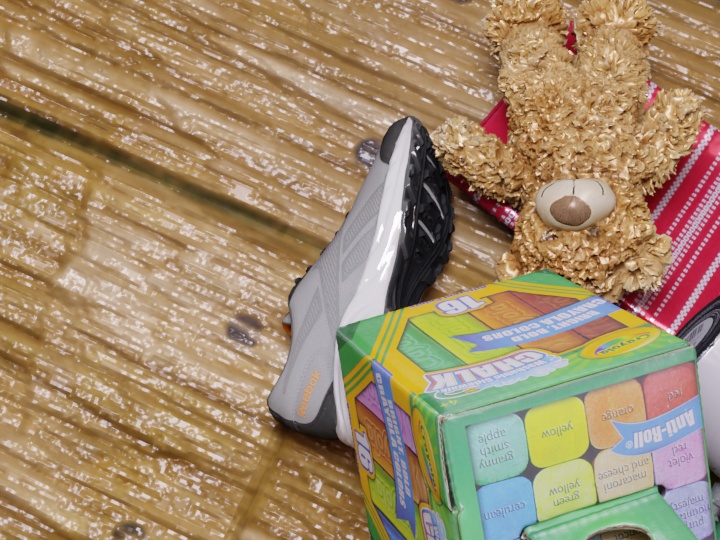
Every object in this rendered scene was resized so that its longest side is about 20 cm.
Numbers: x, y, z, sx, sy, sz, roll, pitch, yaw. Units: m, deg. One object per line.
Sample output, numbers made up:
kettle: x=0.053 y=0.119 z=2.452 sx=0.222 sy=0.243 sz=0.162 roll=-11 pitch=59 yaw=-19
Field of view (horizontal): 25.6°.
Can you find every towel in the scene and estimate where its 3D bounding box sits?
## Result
towel: x=0.161 y=-0.045 z=0.903 sx=0.199 sy=0.023 sz=0.145 roll=37 pitch=61 yaw=10

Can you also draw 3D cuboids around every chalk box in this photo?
chalk box: x=0.081 y=0.091 z=0.725 sx=0.124 sy=0.200 sz=0.125 roll=-14 pitch=105 yaw=-16

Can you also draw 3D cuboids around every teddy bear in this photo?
teddy bear: x=0.116 y=-0.078 z=0.861 sx=0.144 sy=0.067 sz=0.201 roll=21 pitch=62 yaw=2

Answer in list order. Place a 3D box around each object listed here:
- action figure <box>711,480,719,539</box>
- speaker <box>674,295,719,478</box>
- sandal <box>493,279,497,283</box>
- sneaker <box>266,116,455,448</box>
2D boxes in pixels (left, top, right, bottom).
action figure: x=0.119 y=0.188 z=0.818 sx=0.199 sy=0.055 sz=0.119 roll=-33 pitch=78 yaw=-9
speaker: x=0.240 y=0.105 z=0.814 sx=0.200 sy=0.081 sz=0.081 roll=43 pitch=73 yaw=-1
sandal: x=0.074 y=0.059 z=0.861 sx=0.082 sy=0.050 sz=0.204 roll=25 pitch=70 yaw=6
sneaker: x=0.000 y=0.000 z=0.870 sx=0.079 sy=0.074 sz=0.201 roll=2 pitch=60 yaw=27
